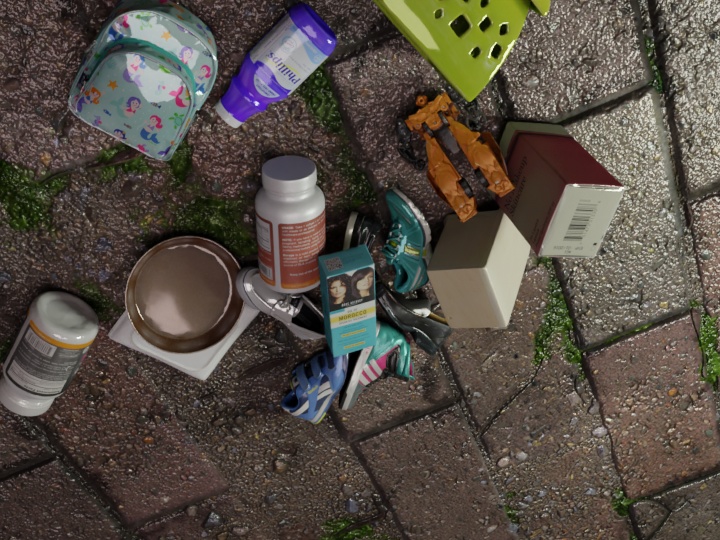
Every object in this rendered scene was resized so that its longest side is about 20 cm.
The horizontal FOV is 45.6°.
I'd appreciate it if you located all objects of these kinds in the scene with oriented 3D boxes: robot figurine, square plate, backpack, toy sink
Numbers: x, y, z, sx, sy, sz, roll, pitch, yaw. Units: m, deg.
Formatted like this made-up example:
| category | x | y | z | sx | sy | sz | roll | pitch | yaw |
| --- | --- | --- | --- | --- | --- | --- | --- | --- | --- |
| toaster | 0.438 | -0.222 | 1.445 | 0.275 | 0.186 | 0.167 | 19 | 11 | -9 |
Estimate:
| category | x | y | z | sx | sy | sz | roll | pitch | yaw |
| --- | --- | --- | --- | --- | --- | --- | --- | --- | --- |
| robot figurine | 0.143 | -0.184 | 1.317 | 0.144 | 0.058 | 0.201 | -32 | 89 | 14 |
| square plate | -0.306 | 0.095 | 1.492 | 0.199 | 0.029 | 0.198 | 29 | 115 | -26 |
| backpack | -0.293 | -0.268 | 1.182 | 0.177 | 0.151 | 0.201 | 28 | 111 | -24 |
| toy sink | 0.198 | -0.020 | 1.433 | 0.111 | 0.201 | 0.131 | -3 | 131 | 29 |

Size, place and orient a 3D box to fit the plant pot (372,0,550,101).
| category | x | y | z | sx | sy | sz | roll | pitch | yaw |
| --- | --- | --- | --- | --- | --- | --- | --- | --- | --- |
| plant pot | 0.125 | -0.378 | 1.145 | 0.181 | 0.200 | 0.199 | -42 | 120 | 12 |

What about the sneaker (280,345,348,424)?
| category | x | y | z | sx | sy | sz | roll | pitch | yaw |
| --- | --- | --- | --- | --- | --- | --- | --- | --- | --- |
| sneaker | -0.081 | 0.199 | 1.574 | 0.082 | 0.074 | 0.201 | 18 | 118 | -18 |

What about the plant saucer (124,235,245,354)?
| category | x | y | z | sx | sy | sz | roll | pitch | yaw |
| --- | --- | --- | --- | --- | --- | --- | --- | --- | --- |
| plant saucer | -0.290 | 0.039 | 1.419 | 0.198 | 0.034 | 0.202 | -6 | 105 | -21 |

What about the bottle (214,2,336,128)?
| category | x | y | z | sx | sy | sz | roll | pitch | yaw |
| --- | --- | --- | --- | --- | --- | --- | --- | --- | --- |
| bottle | -0.127 | -0.290 | 1.237 | 0.200 | 0.066 | 0.083 | -40 | 122 | 17 |

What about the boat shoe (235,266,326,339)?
| category | x | y | z | sx | sy | sz | roll | pitch | yaw |
| --- | --- | --- | --- | --- | --- | --- | --- | --- | --- |
| boat shoe | -0.123 | 0.054 | 1.459 | 0.065 | 0.074 | 0.199 | -1 | 152 | 48 |

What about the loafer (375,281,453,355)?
| category | x | y | z | sx | sy | sz | roll | pitch | yaw |
| --- | --- | --- | --- | --- | --- | --- | --- | --- | --- |
| loafer | 0.093 | 0.071 | 1.523 | 0.072 | 0.073 | 0.200 | -42 | 130 | 8 |

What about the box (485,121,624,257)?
| category | x | y | z | sx | sy | sz | roll | pitch | yaw |
| --- | --- | --- | --- | --- | --- | --- | --- | --- | --- |
| box | 0.294 | -0.127 | 1.327 | 0.108 | 0.201 | 0.129 | 0 | 125 | -22 |

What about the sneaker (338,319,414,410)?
| category | x | y | z | sx | sy | sz | roll | pitch | yaw |
| --- | --- | --- | --- | --- | --- | --- | --- | --- | --- |
| sneaker | 0.039 | 0.187 | 1.583 | 0.120 | 0.084 | 0.201 | 18 | 118 | -9 |

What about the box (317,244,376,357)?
| category | x | y | z | sx | sy | sz | roll | pitch | yaw |
| --- | --- | --- | --- | --- | --- | --- | --- | --- | --- |
| box | -0.019 | 0.053 | 1.406 | 0.082 | 0.049 | 0.201 | -15 | 137 | -11 |

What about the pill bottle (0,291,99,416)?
| category | x | y | z | sx | sy | sz | roll | pitch | yaw |
| --- | --- | --- | --- | --- | --- | --- | --- | --- | --- |
| pill bottle | -0.528 | 0.142 | 1.434 | 0.116 | 0.117 | 0.201 | 24 | 118 | -23 |

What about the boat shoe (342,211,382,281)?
| category | x | y | z | sx | sy | sz | roll | pitch | yaw |
| --- | --- | --- | --- | --- | --- | --- | --- | --- | --- |
| boat shoe | 0.000 | -0.001 | 1.447 | 0.065 | 0.075 | 0.201 | 11 | 114 | 5 |

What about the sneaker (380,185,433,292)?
| category | x | y | z | sx | sy | sz | roll | pitch | yaw |
| --- | --- | --- | --- | --- | --- | --- | --- | --- | --- |
| sneaker | 0.073 | -0.045 | 1.418 | 0.079 | 0.077 | 0.201 | -27 | 126 | -16 |

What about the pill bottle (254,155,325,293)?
| category | x | y | z | sx | sy | sz | roll | pitch | yaw |
| --- | --- | --- | --- | --- | --- | --- | --- | --- | --- |
| pill bottle | -0.110 | -0.074 | 1.359 | 0.111 | 0.113 | 0.202 | -3 | 125 | -7 |
